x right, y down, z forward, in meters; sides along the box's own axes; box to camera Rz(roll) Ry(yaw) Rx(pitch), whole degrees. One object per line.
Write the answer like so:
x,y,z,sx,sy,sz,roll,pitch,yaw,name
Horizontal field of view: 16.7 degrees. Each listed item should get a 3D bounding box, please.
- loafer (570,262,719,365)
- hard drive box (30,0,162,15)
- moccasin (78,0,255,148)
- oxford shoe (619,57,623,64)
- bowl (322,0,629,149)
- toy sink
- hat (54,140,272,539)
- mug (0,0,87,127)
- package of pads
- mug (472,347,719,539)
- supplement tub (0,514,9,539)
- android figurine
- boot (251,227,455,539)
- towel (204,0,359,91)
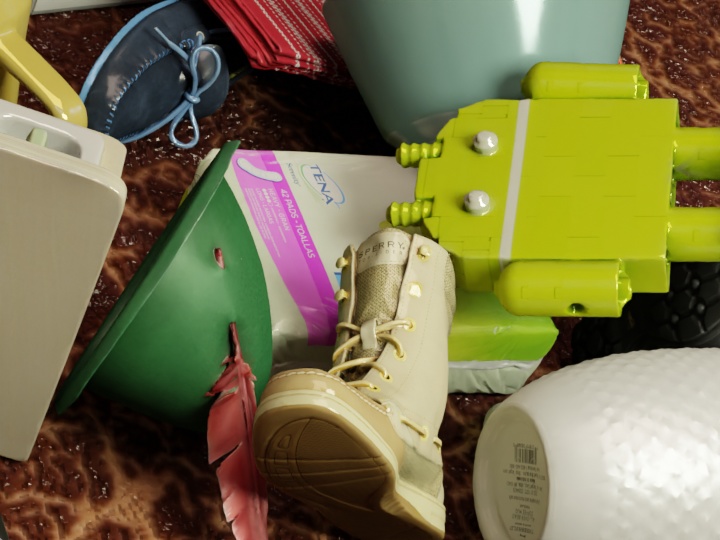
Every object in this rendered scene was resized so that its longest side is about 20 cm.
0.196,0.026,1.447,0.070,0.200,0.069,3,69,-25,loafer
-0.132,-0.259,1.621,0.199,0.156,0.077,-11,50,-38,hard drive box
-0.109,-0.131,1.546,0.068,0.081,0.200,31,39,9,moccasin
0.148,-0.149,1.720,0.073,0.071,0.201,34,32,-64,oxford shoe
0.080,-0.128,1.533,0.200,0.201,0.106,-2,80,-31,bowl
-0.200,-0.021,1.273,0.130,0.201,0.112,17,39,-9,toy sink
-0.053,0.059,1.324,0.176,0.201,0.166,34,5,-6,hat
-0.240,-0.127,1.410,0.186,0.154,0.150,19,38,-9,mug
0.000,0.000,1.467,0.199,0.068,0.155,2,45,-29,package of pads
0.147,0.111,1.377,0.174,0.149,0.200,1,13,-26,mug
-0.226,0.132,1.145,0.122,0.123,0.201,-1,45,-30,supplement tub
0.115,-0.046,1.385,0.199,0.041,0.183,3,51,12,android figurine
0.002,0.046,1.293,0.072,0.200,0.156,-3,67,22,boot
-0.043,-0.168,1.614,0.145,0.023,0.200,52,22,26,towel
